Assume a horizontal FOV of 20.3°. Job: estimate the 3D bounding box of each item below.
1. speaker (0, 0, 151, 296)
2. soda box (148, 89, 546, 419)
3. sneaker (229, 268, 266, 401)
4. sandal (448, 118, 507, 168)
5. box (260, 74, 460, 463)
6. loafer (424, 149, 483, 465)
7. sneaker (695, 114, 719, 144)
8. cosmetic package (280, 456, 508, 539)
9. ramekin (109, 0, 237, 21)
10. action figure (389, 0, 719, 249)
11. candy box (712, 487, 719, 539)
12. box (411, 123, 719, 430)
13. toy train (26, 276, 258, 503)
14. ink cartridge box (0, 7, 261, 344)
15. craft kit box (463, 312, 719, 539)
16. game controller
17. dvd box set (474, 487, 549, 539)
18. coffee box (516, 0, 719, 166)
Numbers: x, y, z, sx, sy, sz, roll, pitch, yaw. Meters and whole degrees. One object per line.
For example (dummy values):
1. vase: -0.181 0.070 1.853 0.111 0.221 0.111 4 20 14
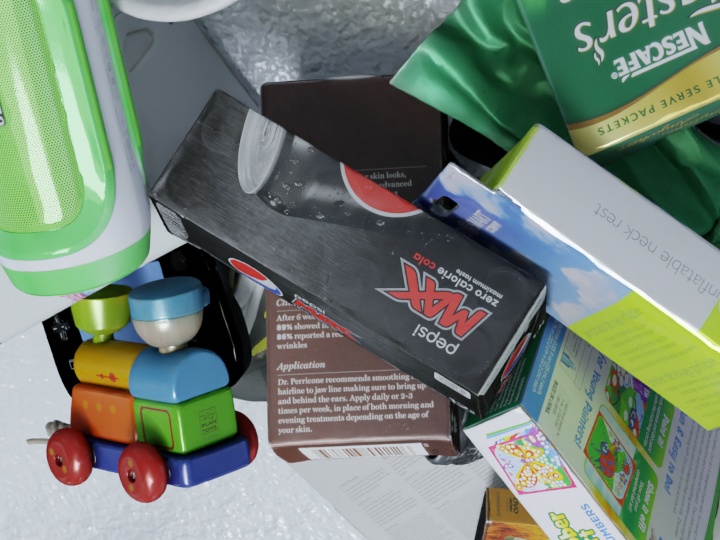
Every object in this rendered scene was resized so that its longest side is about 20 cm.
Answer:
1. speaker: -0.161 -0.093 0.990 0.088 0.089 0.201 -3 113 20
2. soda box: -0.005 -0.008 1.018 0.199 0.071 0.063 31 170 12
3. sneaker: -0.040 0.002 1.215 0.084 0.075 0.201 15 129 -18
4. sandal: 0.132 -0.050 1.093 0.199 0.043 0.076 22 151 25
5. box: 0.000 0.000 1.085 0.099 0.202 0.075 -2 168 6
6. loafer: 0.038 0.012 1.144 0.068 0.070 0.202 -15 89 37
7. sneaker: 0.194 -0.100 1.054 0.078 0.080 0.201 9 128 9
8. cosmetic package: 0.067 0.104 1.254 0.151 0.052 0.200 43 125 -16
9. ramekin: -0.071 -0.228 0.990 0.199 0.097 0.202 11 107 37
10. action figure: 0.127 -0.073 1.034 0.200 0.055 0.118 44 100 1
11. candy box: 0.256 0.055 1.065 0.071 0.200 0.168 22 129 1
12. box: 0.124 0.001 0.998 0.199 0.048 0.122 36 166 -2
13. toy train: -0.150 0.060 1.174 0.199 0.084 0.117 5 106 46
14. ink cartridge box: -0.185 -0.069 1.151 0.199 0.146 0.145 -27 112 32
15. craft kit box: 0.150 0.090 1.125 0.048 0.200 0.198 -29 111 34
16. game controller: -0.136 0.029 1.220 0.199 0.042 0.105 -12 88 51
17. dvd box set: 0.166 0.198 1.262 0.198 0.030 0.147 6 137 -3
18. coffee box: 0.129 -0.165 0.975 0.122 0.044 0.201 -21 82 17
